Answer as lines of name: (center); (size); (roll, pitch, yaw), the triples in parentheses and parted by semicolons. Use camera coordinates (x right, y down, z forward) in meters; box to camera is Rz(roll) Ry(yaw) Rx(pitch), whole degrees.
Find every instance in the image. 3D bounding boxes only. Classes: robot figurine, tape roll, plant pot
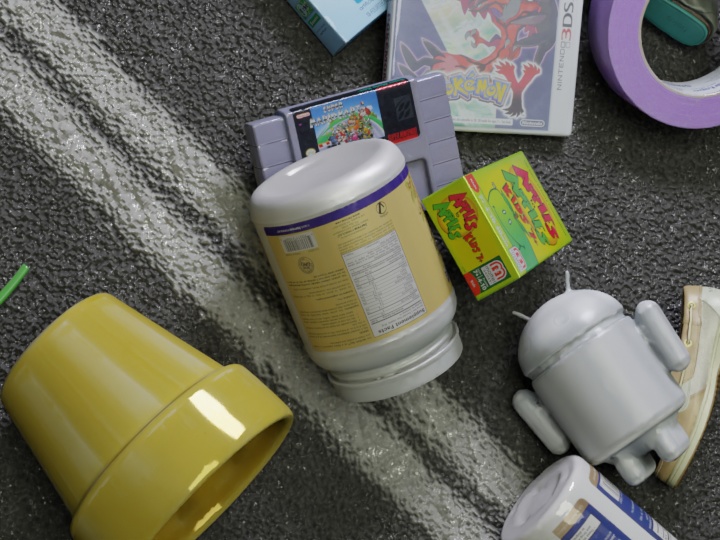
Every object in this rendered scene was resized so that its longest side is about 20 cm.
robot figurine: (0.223, 0.101, 1.547); (0.170, 0.113, 0.200); (-36, 80, 15)
tape roll: (0.330, -0.245, 1.640); (0.200, 0.066, 0.200); (-4, 109, -10)
plant pot: (-0.189, 0.127, 1.377); (0.189, 0.201, 0.201); (44, 68, 10)

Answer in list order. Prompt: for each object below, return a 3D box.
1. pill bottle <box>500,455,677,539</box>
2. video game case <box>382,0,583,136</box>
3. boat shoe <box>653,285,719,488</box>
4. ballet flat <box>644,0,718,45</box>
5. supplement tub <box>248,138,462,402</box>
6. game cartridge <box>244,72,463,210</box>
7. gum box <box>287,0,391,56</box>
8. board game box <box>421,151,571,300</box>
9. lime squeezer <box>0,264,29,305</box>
pill bottle: (0.235, 0.272, 1.524); (0.200, 0.111, 0.111); (41, 69, -7)
video game case: (0.120, -0.225, 1.602); (0.200, 0.023, 0.183); (1, 99, -19)
boat shoe: (0.314, 0.110, 1.612); (0.066, 0.074, 0.200); (17, 80, 10)
ballet flat: (0.280, -0.299, 1.688); (0.200, 0.067, 0.064); (29, 58, -16)
supplement tub: (0.000, 0.000, 1.463); (0.145, 0.145, 0.200); (-29, 109, -22)
game cartridge: (-0.002, -0.103, 1.544); (0.200, 0.038, 0.130); (-18, 109, -21)
gum box: (-0.026, -0.337, 1.598); (0.170, 0.045, 0.200); (-41, 93, -21)
board game box: (0.129, -0.045, 1.519); (0.048, 0.200, 0.102); (-30, 89, 23)
lime squeezer: (-0.369, 0.054, 1.413); (0.200, 0.038, 0.071); (-17, 54, -20)
